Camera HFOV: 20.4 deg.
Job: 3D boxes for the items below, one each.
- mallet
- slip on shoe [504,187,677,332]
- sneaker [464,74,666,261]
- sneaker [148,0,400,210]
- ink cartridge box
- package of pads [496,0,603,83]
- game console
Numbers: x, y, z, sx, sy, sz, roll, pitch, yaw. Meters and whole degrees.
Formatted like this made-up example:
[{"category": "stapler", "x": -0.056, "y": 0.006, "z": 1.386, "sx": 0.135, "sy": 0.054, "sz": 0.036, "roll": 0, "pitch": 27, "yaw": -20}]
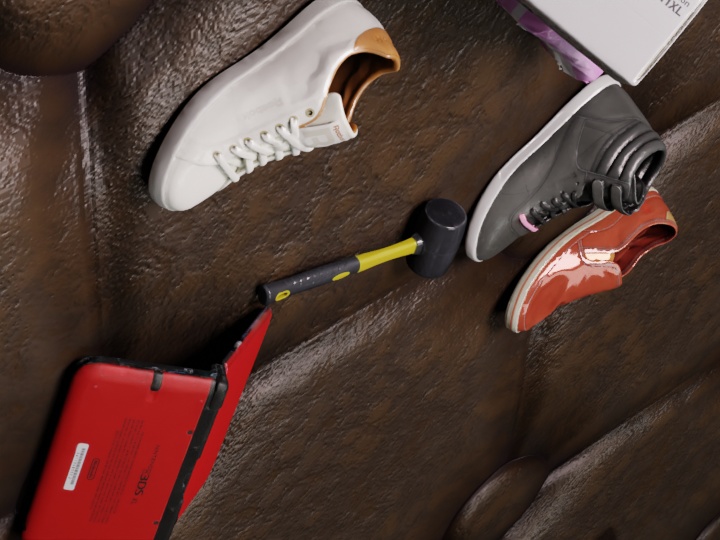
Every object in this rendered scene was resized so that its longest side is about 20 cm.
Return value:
[{"category": "mallet", "x": 0.000, "y": 0.000, "z": 1.639, "sx": 0.200, "sy": 0.041, "sz": 0.066, "roll": -23, "pitch": 146, "yaw": -27}, {"category": "slip on shoe", "x": 0.217, "y": -0.005, "z": 1.884, "sx": 0.200, "sy": 0.061, "sz": 0.074, "roll": -36, "pitch": 151, "yaw": -15}, {"category": "sneaker", "x": 0.180, "y": -0.066, "z": 1.720, "sx": 0.200, "sy": 0.099, "sz": 0.071, "roll": -48, "pitch": 153, "yaw": 5}, {"category": "sneaker", "x": -0.058, "y": -0.103, "z": 1.379, "sx": 0.200, "sy": 0.085, "sz": 0.073, "roll": -44, "pitch": 153, "yaw": -1}, {"category": "ink cartridge box", "x": 0.154, "y": -0.204, "z": 1.384, "sx": 0.083, "sy": 0.146, "sz": 0.200, "roll": -51, "pitch": 180, "yaw": 8}, {"category": "package of pads", "x": 0.202, "y": -0.249, "z": 1.542, "sx": 0.200, "sy": 0.076, "sz": 0.120, "roll": -49, "pitch": 154, "yaw": 6}, {"category": "game console", "x": -0.169, "y": 0.123, "z": 1.584, "sx": 0.172, "sy": 0.119, "sz": 0.200, "roll": 9, "pitch": 125, "yaw": -19}]
